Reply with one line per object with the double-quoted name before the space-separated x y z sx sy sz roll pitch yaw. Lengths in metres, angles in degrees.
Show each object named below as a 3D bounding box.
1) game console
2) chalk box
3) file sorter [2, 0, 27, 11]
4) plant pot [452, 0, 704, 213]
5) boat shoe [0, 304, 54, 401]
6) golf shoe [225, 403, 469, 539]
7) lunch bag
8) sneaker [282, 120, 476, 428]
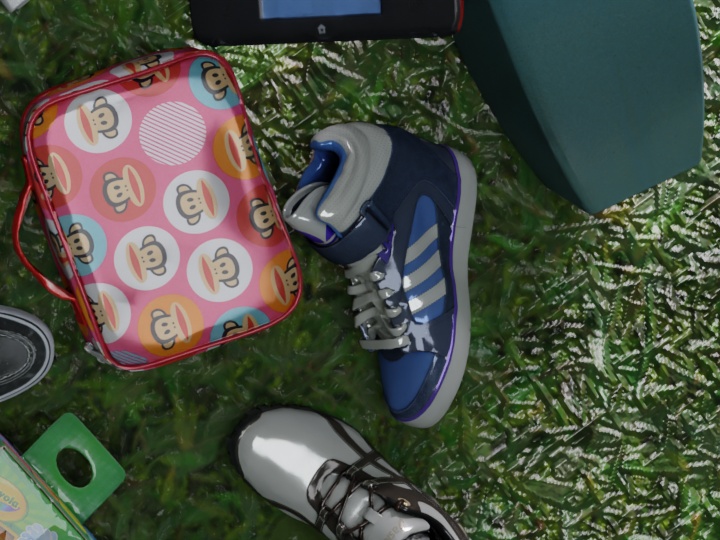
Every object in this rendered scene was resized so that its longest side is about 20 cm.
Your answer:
"game console" -0.029 -0.239 1.649 0.199 0.031 0.178 0 97 26
"chalk box" -0.244 0.183 1.652 0.200 0.124 0.125 -42 105 -6
"file sorter" -0.194 -0.260 1.560 0.139 0.200 0.125 -38 100 4
"plant pot" 0.148 -0.152 1.708 0.141 0.141 0.201 -24 111 -10
"boat shoe" -0.298 0.061 1.653 0.198 0.068 0.074 1 96 -14
"golf shoe" 0.001 0.158 1.728 0.199 0.094 0.078 31 89 -14
"lunch bag" -0.145 -0.036 1.673 0.175 0.082 0.201 -19 101 -11
"sneaker" 0.000 0.000 1.697 0.146 0.080 0.201 10 85 -35
